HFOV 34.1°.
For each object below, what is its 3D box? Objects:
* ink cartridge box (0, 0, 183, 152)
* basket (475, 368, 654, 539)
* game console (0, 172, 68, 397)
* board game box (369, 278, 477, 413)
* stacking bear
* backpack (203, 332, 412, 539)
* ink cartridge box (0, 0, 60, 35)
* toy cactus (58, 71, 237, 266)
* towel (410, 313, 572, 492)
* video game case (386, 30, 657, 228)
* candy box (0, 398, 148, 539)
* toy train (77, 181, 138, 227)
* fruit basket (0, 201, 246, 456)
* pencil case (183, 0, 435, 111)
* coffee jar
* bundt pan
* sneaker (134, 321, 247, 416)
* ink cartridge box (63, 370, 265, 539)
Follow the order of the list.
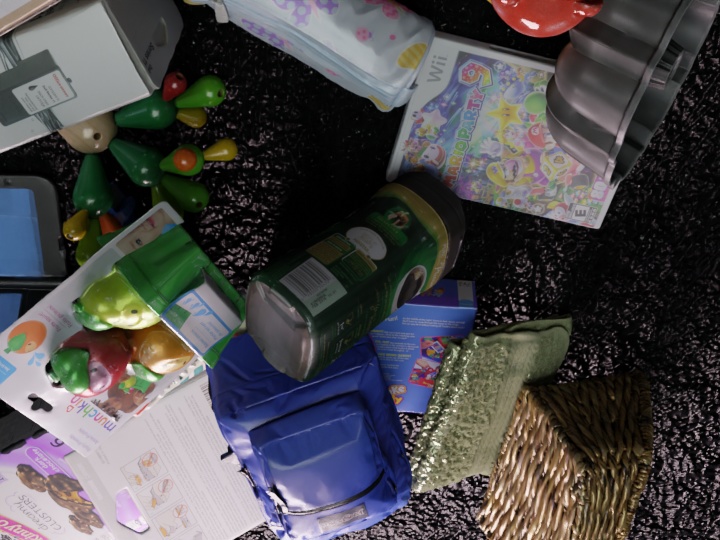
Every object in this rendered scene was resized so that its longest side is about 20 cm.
[{"bbox_3d":[-0.252,-0.168,0.915,0.200,0.147,0.083,-18,122,12],"label":"ink cartridge box"},{"bbox_3d":[0.225,0.214,1.139,0.149,0.143,0.200,-5,127,-26],"label":"basket"},{"bbox_3d":[-0.375,0.014,1.066,0.200,0.176,0.116,1,153,2],"label":"game console"},{"bbox_3d":[0.005,0.069,1.130,0.200,0.045,0.135,5,125,-1],"label":"board game box"},{"bbox_3d":[0.122,-0.231,0.826,0.121,0.200,0.114,13,124,-7],"label":"stacking bear"},{"bbox_3d":[-0.042,0.160,1.059,0.162,0.168,0.200,-16,131,1],"label":"backpack"},{"bbox_3d":[-0.222,-0.253,0.843,0.200,0.165,0.075,-25,120,17],"label":"ink cartridge box"},{"bbox_3d":[-0.203,-0.096,0.988,0.165,0.102,0.200,36,107,1],"label":"toy cactus"},{"bbox_3d":[0.124,0.129,1.134,0.148,0.036,0.200,-8,130,-34],"label":"towel"},{"bbox_3d":[0.136,-0.118,1.015,0.200,0.018,0.143,12,125,-6],"label":"video game case"},{"bbox_3d":[-0.325,0.227,1.232,0.200,0.072,0.168,-28,120,19],"label":"candy box"},{"bbox_3d":[-0.190,-0.008,1.084,0.046,0.034,0.200,-15,125,34],"label":"toy train"},{"bbox_3d":[-0.191,0.057,0.958,0.200,0.094,0.185,-45,145,-9],"label":"fruit basket"},{"bbox_3d":[-0.040,-0.202,0.918,0.200,0.091,0.083,26,121,-16],"label":"pencil case"},{"bbox_3d":[0.000,0.000,0.991,0.085,0.200,0.104,41,146,21],"label":"coffee jar"},{"bbox_3d":[0.203,-0.166,0.886,0.076,0.202,0.202,28,125,16],"label":"bundt pan"},{"bbox_3d":[-0.180,0.092,1.084,0.200,0.093,0.070,-21,123,25],"label":"sneaker"},{"bbox_3d":[-0.182,0.202,1.186,0.176,0.045,0.200,-29,122,-11],"label":"ink cartridge box"}]
